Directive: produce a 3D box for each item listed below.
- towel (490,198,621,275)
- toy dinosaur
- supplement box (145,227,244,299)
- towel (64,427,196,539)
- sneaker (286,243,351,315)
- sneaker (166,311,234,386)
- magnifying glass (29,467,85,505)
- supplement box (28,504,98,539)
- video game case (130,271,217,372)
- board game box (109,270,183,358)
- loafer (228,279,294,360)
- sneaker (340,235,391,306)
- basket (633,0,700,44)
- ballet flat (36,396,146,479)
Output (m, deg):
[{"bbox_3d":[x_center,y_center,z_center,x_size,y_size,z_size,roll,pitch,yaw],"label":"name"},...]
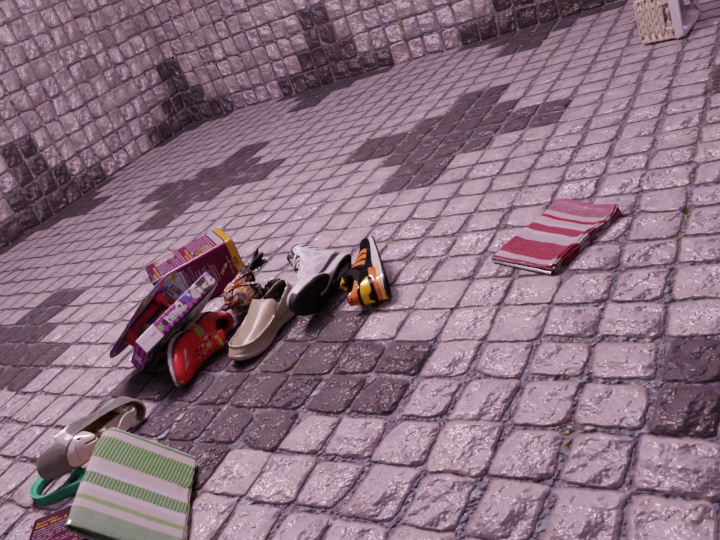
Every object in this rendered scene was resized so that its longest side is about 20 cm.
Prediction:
[{"bbox_3d":[0.335,-0.064,1.187,0.198,0.023,0.143,-37,27,-25],"label":"towel"},{"bbox_3d":[-0.235,0.036,1.392,0.135,0.104,0.198,-40,30,-24],"label":"toy dinosaur"},{"bbox_3d":[-0.373,0.003,1.569,0.197,0.105,0.130,-30,26,-16],"label":"supplement box"},{"bbox_3d":[-0.293,0.292,0.913,0.024,0.150,0.201,-58,18,16],"label":"towel"},{"bbox_3d":[-0.108,0.014,1.316,0.113,0.078,0.200,17,32,23],"label":"sneaker"},{"bbox_3d":[-0.293,0.134,1.283,0.082,0.079,0.202,-8,29,18],"label":"sneaker"},{"bbox_3d":[-0.444,0.331,1.088,0.195,0.023,0.080,-10,28,26],"label":"magnifying glass"},{"bbox_3d":[-0.346,0.379,0.831,0.108,0.088,0.201,-22,25,-2],"label":"supplement box"},{"bbox_3d":[-0.356,0.102,1.309,0.182,0.036,0.200,-49,4,-26],"label":"video game case"},{"bbox_3d":[-0.399,0.095,1.314,0.202,0.038,0.158,-55,3,11],"label":"board game box"},{"bbox_3d":[-0.184,0.088,1.280,0.074,0.070,0.201,-3,32,36],"label":"loafer"},{"bbox_3d":[0.000,0.000,1.290,0.088,0.072,0.201,-19,27,1],"label":"sneaker"},{"bbox_3d":[0.848,-0.728,1.908,0.121,0.138,0.200,-2,31,41],"label":"basket"},{"bbox_3d":[-0.430,0.267,1.120,0.062,0.069,0.199,-1,21,30],"label":"ballet flat"}]
